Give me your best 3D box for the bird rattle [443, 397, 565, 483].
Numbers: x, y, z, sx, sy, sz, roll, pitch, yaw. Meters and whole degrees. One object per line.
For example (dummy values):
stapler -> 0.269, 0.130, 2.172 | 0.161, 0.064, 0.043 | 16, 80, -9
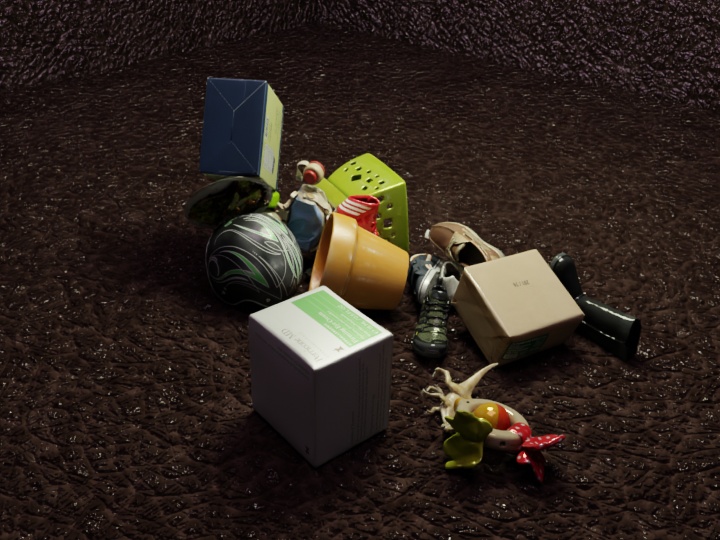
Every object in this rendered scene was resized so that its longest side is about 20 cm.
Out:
bird rattle -> 0.228, 0.257, 1.362 | 0.194, 0.116, 0.164 | 1, 22, -7

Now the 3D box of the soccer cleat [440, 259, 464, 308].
soccer cleat -> 0.216, 0.001, 1.835 | 0.068, 0.088, 0.201 | -14, 24, 18

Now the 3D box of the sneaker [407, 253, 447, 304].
sneaker -> 0.136, 0.018, 1.825 | 0.077, 0.080, 0.200 | 14, 19, 13

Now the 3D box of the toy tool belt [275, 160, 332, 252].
toy tool belt -> -0.128, -0.131, 1.859 | 0.122, 0.204, 0.123 | 19, 37, 13

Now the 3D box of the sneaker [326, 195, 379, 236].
sneaker -> 0.027, -0.089, 1.856 | 0.199, 0.115, 0.079 | 37, 18, -28

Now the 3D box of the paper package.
paper package -> 0.311, 0.072, 1.653 | 0.196, 0.105, 0.192 | -12, 52, -27

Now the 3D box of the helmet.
helmet -> -0.218, -0.021, 1.772 | 0.186, 0.205, 0.200 | -3, 23, 30

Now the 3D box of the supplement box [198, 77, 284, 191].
supplement box -> -0.257, -0.294, 1.820 | 0.130, 0.206, 0.200 | 5, -4, 6

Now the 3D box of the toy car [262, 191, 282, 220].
toy car -> -0.250, -0.120, 1.984 | 0.153, 0.169, 0.200 | 3, 16, 3

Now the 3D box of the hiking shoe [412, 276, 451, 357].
hiking shoe -> 0.144, 0.093, 1.659 | 0.074, 0.103, 0.201 | 4, 28, 5

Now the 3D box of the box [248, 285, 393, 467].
box -> -0.069, 0.172, 1.395 | 0.169, 0.205, 0.198 | -21, 37, -34

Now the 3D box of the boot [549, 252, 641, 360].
boot -> 0.473, 0.070, 1.668 | 0.065, 0.167, 0.199 | -31, 39, -17

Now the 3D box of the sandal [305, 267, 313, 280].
sandal -> -0.027, 0.002, 1.875 | 0.194, 0.046, 0.076 | 4, 28, 3

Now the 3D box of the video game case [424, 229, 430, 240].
video game case -> 0.267, -0.034, 1.893 | 0.197, 0.023, 0.181 | 24, 2, 34

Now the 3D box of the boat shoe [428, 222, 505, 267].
boat shoe -> 0.219, -0.049, 1.769 | 0.198, 0.078, 0.071 | 29, 20, 36

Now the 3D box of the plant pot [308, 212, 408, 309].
plant pot -> 0.000, 0.000, 1.751 | 0.179, 0.204, 0.202 | 15, 26, -10

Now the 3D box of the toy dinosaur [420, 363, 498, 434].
toy dinosaur -> 0.168, 0.225, 1.489 | 0.100, 0.059, 0.200 | 29, 44, 15

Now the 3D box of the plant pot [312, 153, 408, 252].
plant pot -> -0.006, -0.137, 1.984 | 0.178, 0.203, 0.200 | -19, 34, -22

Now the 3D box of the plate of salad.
plate of salad -> -0.282, -0.136, 1.788 | 0.195, 0.201, 0.049 | -10, 64, -20
